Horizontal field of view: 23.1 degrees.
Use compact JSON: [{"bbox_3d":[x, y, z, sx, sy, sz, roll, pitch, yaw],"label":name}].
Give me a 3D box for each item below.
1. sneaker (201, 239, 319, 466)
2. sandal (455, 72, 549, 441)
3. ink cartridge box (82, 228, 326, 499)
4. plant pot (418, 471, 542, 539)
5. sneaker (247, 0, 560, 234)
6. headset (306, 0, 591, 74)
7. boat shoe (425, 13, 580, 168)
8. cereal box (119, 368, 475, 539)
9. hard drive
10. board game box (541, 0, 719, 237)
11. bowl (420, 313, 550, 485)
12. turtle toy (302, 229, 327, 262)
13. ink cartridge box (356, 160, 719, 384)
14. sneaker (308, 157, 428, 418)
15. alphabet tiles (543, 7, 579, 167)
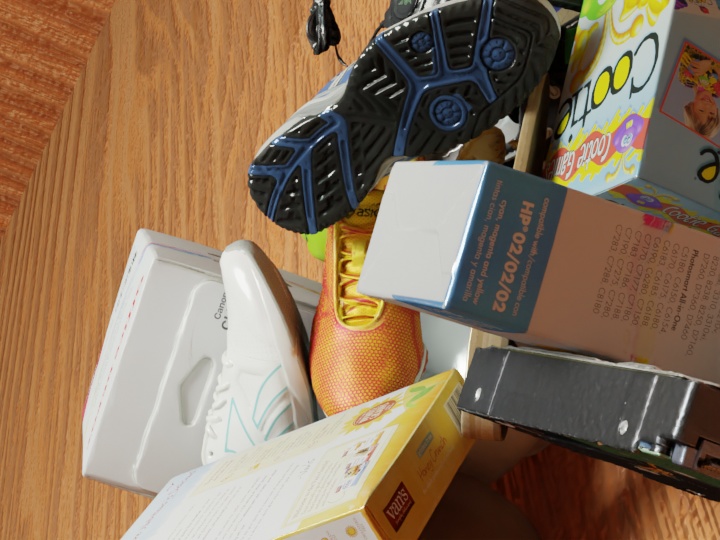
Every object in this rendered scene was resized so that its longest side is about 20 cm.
[{"bbox_3d":[-0.060,0.083,1.026,0.070,0.080,0.201,-61,-42,-81],"label":"sneaker"},{"bbox_3d":[0.052,-0.016,0.909,0.078,0.069,0.212,75,-158,-62],"label":"sandal"},{"bbox_3d":[-0.095,0.068,1.153,0.200,0.144,0.146,-140,69,-79],"label":"ink cartridge box"},{"bbox_3d":[0.016,0.203,0.924,0.200,0.200,0.174,-44,15,51],"label":"plant pot"},{"bbox_3d":[0.022,-0.097,0.942,0.200,0.076,0.077,-28,18,32],"label":"sneaker"},{"bbox_3d":[0.058,-0.154,1.014,0.200,0.123,0.094,-4,76,28],"label":"headset"},{"bbox_3d":[0.095,-0.100,1.083,0.200,0.060,0.074,-35,57,21],"label":"boat shoe"},{"bbox_3d":[-0.044,0.126,0.901,0.200,0.040,0.144,-24,14,30],"label":"cereal box"},{"bbox_3d":[0.142,0.073,0.750,0.200,0.139,0.038,5,75,71],"label":"hard drive"},{"bbox_3d":[0.175,-0.109,0.900,0.103,0.105,0.200,-24,48,63],"label":"board game box"},{"bbox_3d":[0.073,0.050,1.034,0.201,0.090,0.201,-54,24,38],"label":"bowl"},{"bbox_3d":[0.028,-0.062,1.251,0.200,0.101,0.146,-44,31,50],"label":"turtle toy"},{"bbox_3d":[0.114,0.010,0.805,0.115,0.200,0.068,-170,96,-71],"label":"ink cartridge box"},{"bbox_3d":[0.000,0.000,1.005,0.077,0.073,0.200,62,-154,-51],"label":"sneaker"},{"bbox_3d":[0.079,-0.096,1.137,0.166,0.006,0.200,32,94,36],"label":"alphabet tiles"}]
